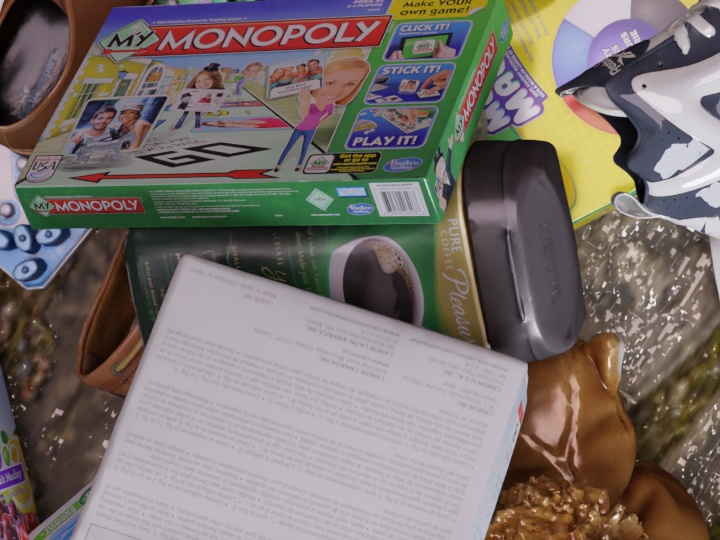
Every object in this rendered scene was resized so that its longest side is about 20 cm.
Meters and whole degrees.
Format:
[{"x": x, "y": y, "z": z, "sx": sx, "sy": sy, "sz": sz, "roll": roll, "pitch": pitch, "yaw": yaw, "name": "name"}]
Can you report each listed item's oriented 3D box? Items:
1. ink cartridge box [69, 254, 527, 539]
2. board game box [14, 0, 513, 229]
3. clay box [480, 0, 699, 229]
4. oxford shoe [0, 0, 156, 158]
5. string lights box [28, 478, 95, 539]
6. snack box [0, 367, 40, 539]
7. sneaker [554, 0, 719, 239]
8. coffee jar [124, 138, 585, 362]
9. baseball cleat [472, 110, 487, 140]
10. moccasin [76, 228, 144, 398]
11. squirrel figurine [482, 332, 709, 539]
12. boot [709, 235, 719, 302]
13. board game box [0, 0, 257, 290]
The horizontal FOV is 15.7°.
[{"x": -0.033, "y": 0.109, "z": 1.100, "sx": 0.162, "sy": 0.050, "sz": 0.200, "roll": 18, "pitch": 74, "yaw": 9, "name": "ink cartridge box"}, {"x": -0.043, "y": -0.073, "z": 1.184, "sx": 0.200, "sy": 0.135, "sz": 0.029, "roll": -1, "pitch": 133, "yaw": 22, "name": "board game box"}, {"x": 0.123, "y": -0.095, "z": 1.268, "sx": 0.200, "sy": 0.048, "sz": 0.115, "roll": -28, "pitch": 85, "yaw": 6, "name": "clay box"}, {"x": -0.133, "y": -0.150, "z": 1.269, "sx": 0.071, "sy": 0.071, "sz": 0.200, "roll": 19, "pitch": 90, "yaw": 9, "name": "oxford shoe"}, {"x": -0.079, "y": 0.143, "z": 1.208, "sx": 0.103, "sy": 0.200, "sz": 0.059, "roll": -41, "pitch": 112, "yaw": -6, "name": "string lights box"}, {"x": -0.266, "y": 0.063, "z": 1.299, "sx": 0.169, "sy": 0.068, "sz": 0.200, "roll": -15, "pitch": 89, "yaw": 14, "name": "snack box"}, {"x": 0.155, "y": -0.110, "z": 1.199, "sx": 0.129, "sy": 0.079, "sz": 0.199, "roll": 1, "pitch": 98, "yaw": -1, "name": "sneaker"}, {"x": 0.000, "y": 0.000, "z": 1.189, "sx": 0.200, "sy": 0.085, "sz": 0.104, "roll": -7, "pitch": 107, "yaw": 15, "name": "coffee jar"}, {"x": -0.005, "y": -0.016, "z": 1.283, "sx": 0.106, "sy": 0.070, "sz": 0.200, "roll": 43, "pitch": 111, "yaw": 40, "name": "baseball cleat"}, {"x": -0.089, "y": -0.034, "z": 1.277, "sx": 0.074, "sy": 0.078, "sz": 0.202, "roll": 35, "pitch": 105, "yaw": 50, "name": "moccasin"}, {"x": 0.106, "y": 0.125, "z": 1.189, "sx": 0.141, "sy": 0.200, "sz": 0.187, "roll": -15, "pitch": 99, "yaw": 14, "name": "squirrel figurine"}, {"x": 0.226, "y": 0.059, "z": 1.237, "sx": 0.090, "sy": 0.073, "sz": 0.200, "roll": -11, "pitch": 86, "yaw": 12, "name": "boot"}, {"x": -0.179, "y": -0.126, "z": 1.323, "sx": 0.200, "sy": 0.026, "sz": 0.200, "roll": 40, "pitch": 94, "yaw": 7, "name": "board game box"}]
